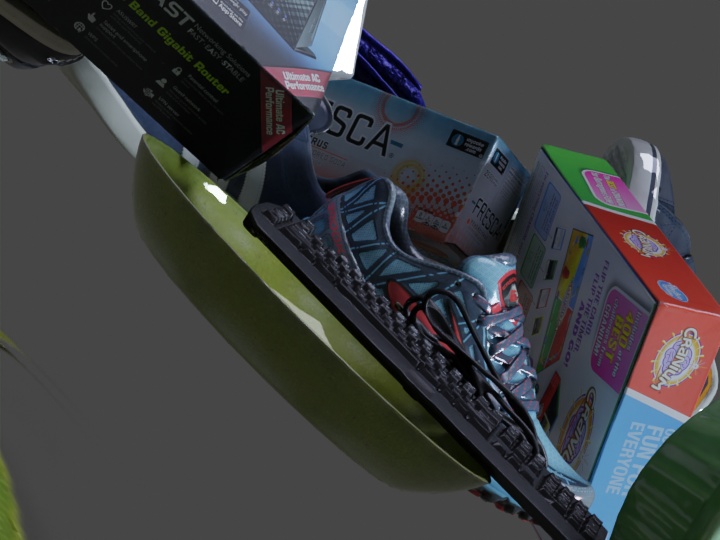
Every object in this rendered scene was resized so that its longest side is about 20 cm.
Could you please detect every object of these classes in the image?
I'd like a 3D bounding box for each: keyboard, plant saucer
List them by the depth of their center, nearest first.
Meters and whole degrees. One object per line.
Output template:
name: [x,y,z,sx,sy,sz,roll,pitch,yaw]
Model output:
plant saucer: [-0.027,0.025,1.115,0.200,0.031,0.200,44,4,-4]
keyboard: [0.036,0.037,1.146,0.200,0.040,0.104,46,4,3]

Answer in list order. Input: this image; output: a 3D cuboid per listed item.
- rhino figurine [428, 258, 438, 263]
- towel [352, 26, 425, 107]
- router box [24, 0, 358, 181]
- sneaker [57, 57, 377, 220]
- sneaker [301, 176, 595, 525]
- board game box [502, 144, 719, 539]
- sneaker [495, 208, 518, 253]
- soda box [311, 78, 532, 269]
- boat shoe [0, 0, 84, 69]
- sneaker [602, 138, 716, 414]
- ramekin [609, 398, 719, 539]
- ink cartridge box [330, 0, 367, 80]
rhino figurine: [0.038,0.021,1.591,0.200,0.060,0.087,49,5,7]
towel: [-0.046,-0.112,1.634,0.148,0.050,0.200,46,-24,-9]
router box: [-0.088,-0.157,1.169,0.200,0.062,0.150,43,37,-21]
sneaker: [-0.068,-0.076,1.341,0.200,0.085,0.075,42,5,-33]
sneaker: [0.048,0.036,1.303,0.200,0.096,0.079,45,4,6]
board game box: [0.114,0.044,1.414,0.040,0.153,0.200,11,22,-19]
sneaker: [0.126,0.041,1.585,0.200,0.067,0.090,60,20,18]
soda box: [-0.011,-0.067,1.500,0.200,0.068,0.064,24,-8,27]
boat shoe: [-0.194,-0.151,1.156,0.200,0.073,0.063,38,-37,-24]
sneaker: [0.154,0.031,1.511,0.079,0.200,0.078,10,2,-16]
ramekin: [0.193,0.136,1.094,0.200,0.200,0.098,43,-3,-21]
ink cartridge box: [-0.072,-0.192,1.442,0.085,0.146,0.200,3,15,-34]
